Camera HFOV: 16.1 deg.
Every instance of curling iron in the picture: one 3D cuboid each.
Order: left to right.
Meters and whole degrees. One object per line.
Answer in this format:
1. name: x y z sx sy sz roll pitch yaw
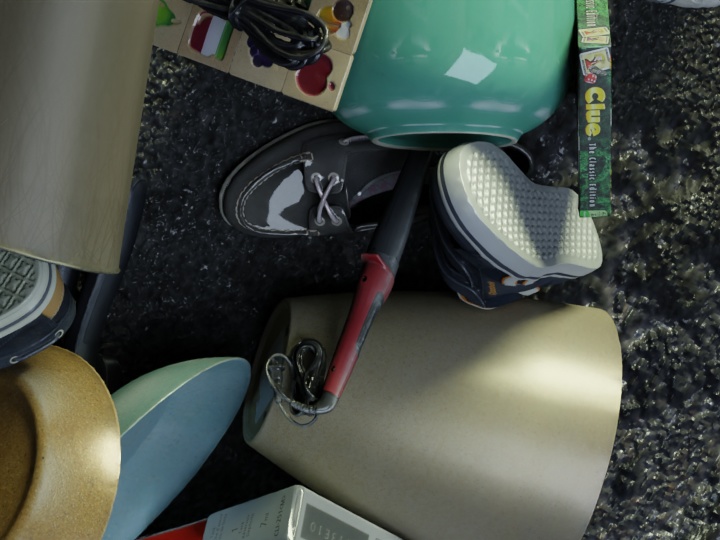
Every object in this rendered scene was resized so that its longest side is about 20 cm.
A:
1. curling iron: 0.000 0.000 1.514 0.049 0.026 0.201 24 75 11

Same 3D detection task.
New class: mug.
1. mug: 0.037 -0.130 1.487 0.151 0.184 0.115 3 84 -43

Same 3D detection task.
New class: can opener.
1. can opener: -0.174 0.029 1.523 0.063 0.079 0.201 15 104 11

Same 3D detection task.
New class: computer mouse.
1. computer mouse: -0.026 -0.215 1.397 0.046 0.140 0.201 21 95 -55

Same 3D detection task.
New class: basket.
1. basket: -0.185 -0.121 1.400 0.136 0.179 0.201 7 101 -64

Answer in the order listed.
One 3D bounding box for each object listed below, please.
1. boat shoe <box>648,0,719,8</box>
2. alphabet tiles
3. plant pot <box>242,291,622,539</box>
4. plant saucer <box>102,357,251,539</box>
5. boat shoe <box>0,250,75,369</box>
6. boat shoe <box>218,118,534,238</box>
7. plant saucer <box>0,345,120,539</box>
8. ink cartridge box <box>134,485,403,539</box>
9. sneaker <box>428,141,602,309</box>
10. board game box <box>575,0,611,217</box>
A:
1. boat shoe: 0.241 -0.255 1.577 0.086 0.075 0.203 9 109 -27
2. alphabet tiles: -0.056 -0.211 1.428 0.201 0.166 0.008 -70 164 6
3. plant pot: 0.035 0.087 1.579 0.199 0.187 0.188 16 104 -14
4. plant saucer: -0.148 0.117 1.527 0.201 0.039 0.201 -45 165 -15
5. boat shoe: -0.251 0.042 1.449 0.199 0.075 0.062 -21 148 16
6. boat shoe: 0.013 -0.059 1.564 0.199 0.057 0.067 -14 116 -19
7. plant saucer: -0.224 0.127 1.447 0.201 0.200 0.035 -51 135 2
8. ink cartridge box: -0.022 0.207 1.599 0.199 0.173 0.044 31 55 -31
9. sneaker: 0.074 -0.020 1.510 0.079 0.079 0.200 -20 161 21
10. board game box: 0.138 -0.118 1.521 0.023 0.200 0.105 -3 115 6
